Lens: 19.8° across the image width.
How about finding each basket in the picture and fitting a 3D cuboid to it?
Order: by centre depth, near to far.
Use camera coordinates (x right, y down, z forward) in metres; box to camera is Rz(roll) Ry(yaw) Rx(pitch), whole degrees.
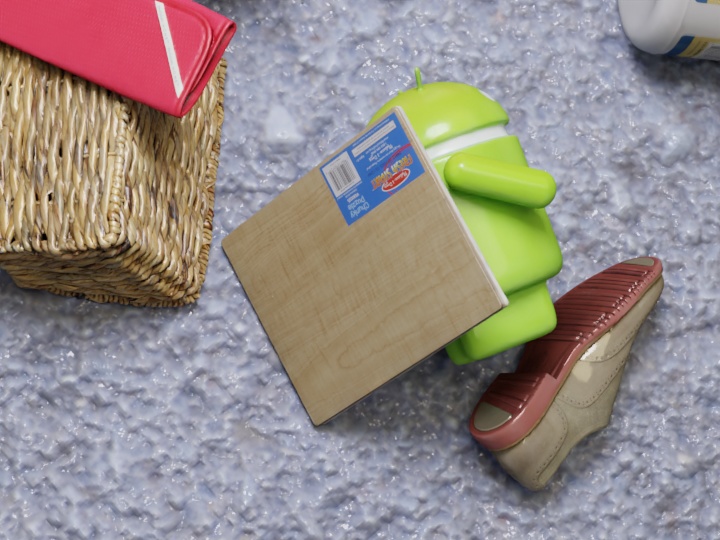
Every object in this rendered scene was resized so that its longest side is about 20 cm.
[{"bbox_3d":[-0.191,-0.082,1.446,0.142,0.149,0.201,-3,73,21],"label":"basket"}]

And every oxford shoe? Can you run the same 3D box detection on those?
[{"bbox_3d":[0.159,0.072,1.489,0.200,0.070,0.075,-46,115,-20],"label":"oxford shoe"}]

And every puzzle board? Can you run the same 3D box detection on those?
[{"bbox_3d":[0.000,0.000,1.407,0.017,0.200,0.151,-18,77,-49],"label":"puzzle board"}]

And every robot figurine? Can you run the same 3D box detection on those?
[{"bbox_3d":[0.067,-0.040,1.432,0.115,0.175,0.201,-20,87,-12],"label":"robot figurine"}]

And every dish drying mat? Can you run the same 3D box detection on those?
[{"bbox_3d":[-0.178,-0.167,1.375,0.199,0.018,0.077,25,85,27],"label":"dish drying mat"}]

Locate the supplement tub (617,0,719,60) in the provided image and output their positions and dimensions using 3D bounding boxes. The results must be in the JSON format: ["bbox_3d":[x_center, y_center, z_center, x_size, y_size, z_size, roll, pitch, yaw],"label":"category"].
[{"bbox_3d":[0.305,-0.226,1.549,0.199,0.145,0.146,5,74,-11],"label":"supplement tub"}]

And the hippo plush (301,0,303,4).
[{"bbox_3d":[-0.129,-0.244,1.483,0.160,0.159,0.201,-24,63,13],"label":"hippo plush"}]
